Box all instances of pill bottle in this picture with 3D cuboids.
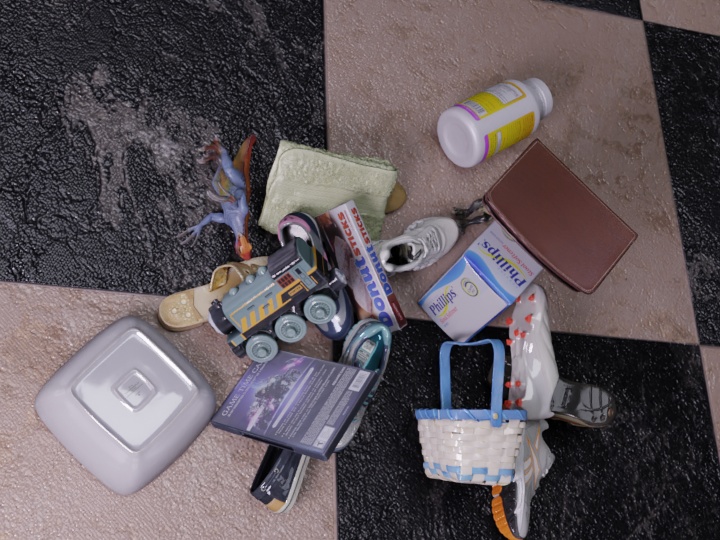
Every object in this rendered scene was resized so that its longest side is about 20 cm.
[{"bbox_3d":[0.232,-0.257,1.738,0.199,0.104,0.105,-29,79,-29],"label":"pill bottle"}]

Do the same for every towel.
[{"bbox_3d":[-0.048,-0.110,1.560,0.198,0.150,0.037,9,19,-20],"label":"towel"}]

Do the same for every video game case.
[{"bbox_3d":[-0.091,0.176,1.395,0.143,0.198,0.019,-55,137,-32],"label":"video game case"}]

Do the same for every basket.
[{"bbox_3d":[0.155,0.200,1.471,0.137,0.176,0.203,0,86,-19],"label":"basket"}]

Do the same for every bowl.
[{"bbox_3d":[-0.304,0.168,1.368,0.200,0.075,0.200,44,59,2],"label":"bowl"}]

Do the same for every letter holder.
[{"bbox_3d":[0.262,-0.055,1.452,0.200,0.101,0.142,44,62,2],"label":"letter holder"}]

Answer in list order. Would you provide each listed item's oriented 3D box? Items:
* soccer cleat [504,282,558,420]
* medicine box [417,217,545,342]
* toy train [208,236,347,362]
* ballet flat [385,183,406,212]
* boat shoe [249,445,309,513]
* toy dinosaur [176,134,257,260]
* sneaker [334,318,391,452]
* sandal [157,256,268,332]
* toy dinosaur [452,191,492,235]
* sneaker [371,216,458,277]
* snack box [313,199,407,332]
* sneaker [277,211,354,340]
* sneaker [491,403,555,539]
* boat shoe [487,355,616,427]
[{"bbox_3d":[0.259,0.121,1.527,0.077,0.069,0.203,10,81,-27],"label":"soccer cleat"},{"bbox_3d":[0.209,-0.008,1.573,0.103,0.182,0.200,44,60,3],"label":"medicine box"},{"bbox_3d":[-0.117,0.042,1.431,0.114,0.199,0.086,48,18,-26],"label":"toy train"},{"bbox_3d":[-0.011,-0.128,1.613,0.198,0.063,0.069,-1,64,-21],"label":"ballet flat"},{"bbox_3d":[-0.101,0.230,1.415,0.062,0.074,0.202,25,66,-20],"label":"boat shoe"},{"bbox_3d":[-0.179,-0.108,1.521,0.199,0.105,0.183,-27,83,-31],"label":"toy dinosaur"},{"bbox_3d":[-0.012,0.160,1.456,0.077,0.086,0.202,22,78,-12],"label":"sneaker"},{"bbox_3d":[-0.188,0.026,1.475,0.210,0.070,0.078,-23,76,-27],"label":"sandal"},{"bbox_3d":[0.195,-0.097,1.647,0.087,0.200,0.048,-24,91,9],"label":"toy dinosaur"},{"bbox_3d":[0.085,-0.034,1.586,0.199,0.081,0.076,-24,97,-33],"label":"sneaker"},{"bbox_3d":[0.000,0.000,1.524,0.024,0.072,0.202,-28,96,-47],"label":"snack box"},{"bbox_3d":[-0.073,0.012,1.498,0.070,0.082,0.202,-25,87,14],"label":"sneaker"},{"bbox_3d":[0.248,0.298,1.517,0.091,0.076,0.202,13,64,-19],"label":"sneaker"},{"bbox_3d":[0.290,0.194,1.578,0.198,0.074,0.076,22,74,11],"label":"boat shoe"}]
